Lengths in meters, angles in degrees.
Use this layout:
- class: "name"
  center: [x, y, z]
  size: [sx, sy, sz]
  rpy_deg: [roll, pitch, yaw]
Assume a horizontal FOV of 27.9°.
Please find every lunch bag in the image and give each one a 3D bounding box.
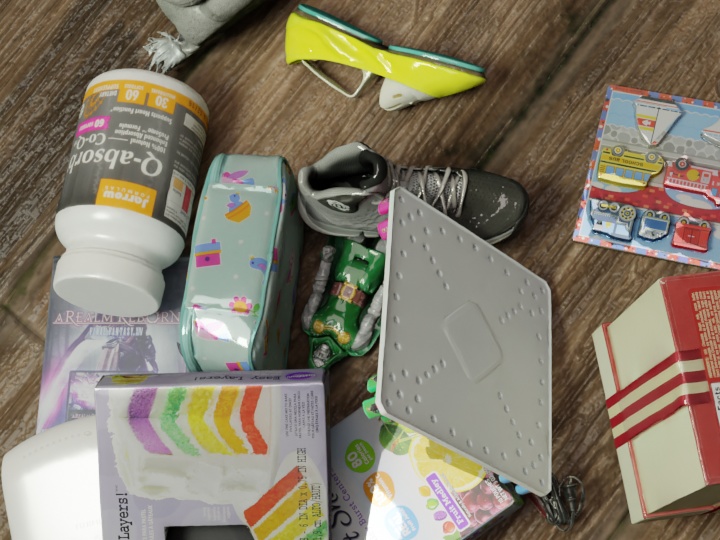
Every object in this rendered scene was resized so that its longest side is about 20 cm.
- class: "lunch bag"
  center: [-0.099, 0.013, 1.241]
  size: [0.077, 0.160, 0.200]
  rpy_deg: [6, 70, 6]

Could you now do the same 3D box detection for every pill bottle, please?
- class: "pill bottle"
  center: [-0.206, -0.068, 1.289]
  size: [0.116, 0.116, 0.200]
  rpy_deg: [4, 67, 11]

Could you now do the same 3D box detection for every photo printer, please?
- class: "photo printer"
  center: [-0.215, 0.223, 1.237]
  size: [0.166, 0.069, 0.200]
  rpy_deg: [-13, 81, 6]

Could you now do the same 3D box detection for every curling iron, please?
- class: "curling iron"
  center: [0.120, 0.137, 1.231]
  size: [0.200, 0.026, 0.050]
  rpy_deg: [50, 125, 21]

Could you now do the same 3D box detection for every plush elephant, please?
- class: "plush elephant"
  center: [-0.158, -0.295, 1.329]
  size: [0.200, 0.165, 0.155]
  rpy_deg: [-33, 97, 25]

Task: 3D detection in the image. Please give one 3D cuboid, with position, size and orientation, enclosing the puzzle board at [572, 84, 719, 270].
- class: "puzzle board"
  center: [0.299, -0.078, 1.265]
  size: [0.200, 0.017, 0.151]
  rpy_deg: [12, 78, 12]

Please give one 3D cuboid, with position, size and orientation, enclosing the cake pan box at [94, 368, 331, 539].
- class: "cake pan box"
  center: [-0.115, 0.179, 1.152]
  size: [0.184, 0.052, 0.201]
  rpy_deg: [1, 100, 2]

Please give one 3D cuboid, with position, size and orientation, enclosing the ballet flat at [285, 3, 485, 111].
- class: "ballet flat"
  center: [0.018, -0.184, 1.327]
  size: [0.200, 0.067, 0.067]
  rpy_deg: [22, 101, 18]

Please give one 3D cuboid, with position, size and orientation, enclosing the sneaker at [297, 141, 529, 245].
- class: "sneaker"
  center: [0.041, -0.064, 1.204]
  size: [0.199, 0.116, 0.075]
  rpy_deg: [0, 75, 5]

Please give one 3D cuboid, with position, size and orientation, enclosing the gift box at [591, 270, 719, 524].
- class: "gift box"
  center: [0.305, 0.104, 1.132]
  size: [0.199, 0.187, 0.185]
  rpy_deg: [-1, 72, -10]

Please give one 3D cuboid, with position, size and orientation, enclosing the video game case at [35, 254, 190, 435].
- class: "video game case"
  center: [-0.219, 0.084, 1.314]
  size: [0.142, 0.019, 0.201]
  rpy_deg: [0, 76, 10]

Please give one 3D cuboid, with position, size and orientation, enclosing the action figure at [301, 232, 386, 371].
- class: "action figure"
  center: [0.000, 0.000, 1.281]
  size: [0.118, 0.055, 0.200]
  rpy_deg: [21, 84, 12]

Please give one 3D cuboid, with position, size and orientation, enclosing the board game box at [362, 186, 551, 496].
- class: "board game box"
  center: [0.082, 0.060, 1.164]
  size: [0.026, 0.200, 0.200]
  rpy_deg: [-24, 49, 39]

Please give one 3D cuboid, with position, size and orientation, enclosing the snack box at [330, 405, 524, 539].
- class: "snack box"
  center: [0.015, 0.195, 1.217]
  size: [0.200, 0.053, 0.142]
  rpy_deg: [-36, 71, 5]
